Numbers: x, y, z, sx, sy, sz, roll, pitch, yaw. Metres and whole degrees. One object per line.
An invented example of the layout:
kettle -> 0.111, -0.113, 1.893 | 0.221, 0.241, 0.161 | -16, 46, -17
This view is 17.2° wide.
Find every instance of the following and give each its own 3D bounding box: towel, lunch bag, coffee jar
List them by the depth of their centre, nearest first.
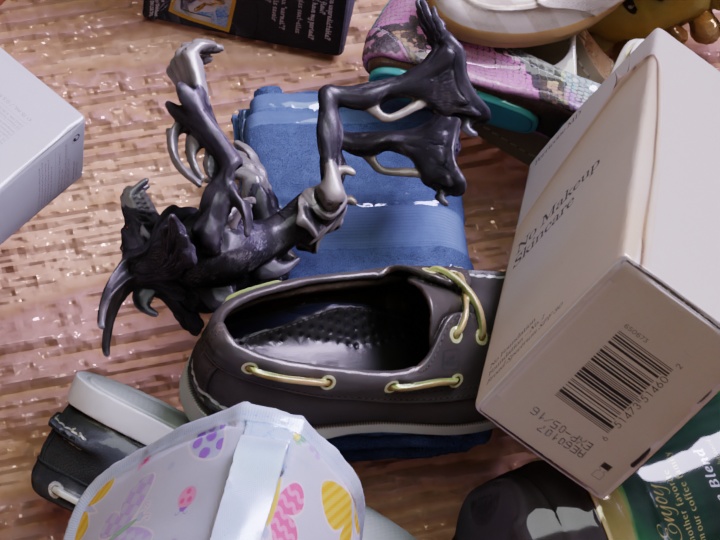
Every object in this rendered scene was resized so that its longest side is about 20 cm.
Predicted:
lunch bag -> -0.067, 0.166, 0.925 | 0.126, 0.201, 0.171 | 13, 55, 0
coffee jar -> 0.143, 0.105, 1.057 | 0.199, 0.104, 0.086 | -19, 84, -21
towel -> 0.000, 0.000, 1.143 | 0.111, 0.049, 0.201 | -1, 55, -10

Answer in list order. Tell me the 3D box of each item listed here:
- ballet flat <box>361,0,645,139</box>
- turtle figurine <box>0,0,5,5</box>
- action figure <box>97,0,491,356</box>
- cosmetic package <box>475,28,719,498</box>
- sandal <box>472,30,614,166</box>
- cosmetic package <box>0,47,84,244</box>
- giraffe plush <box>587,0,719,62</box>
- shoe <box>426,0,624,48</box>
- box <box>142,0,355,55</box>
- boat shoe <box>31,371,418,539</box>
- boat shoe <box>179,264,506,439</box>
ballet flat -> 0.100, -0.089, 1.154 | 0.199, 0.069, 0.072 | 23, 78, 3
turtle figurine -> -0.182, -0.242, 1.258 | 0.161, 0.064, 0.201 | 34, 92, 22
action figure -> -0.045, -0.042, 1.070 | 0.199, 0.119, 0.102 | -28, 64, -13
cosmetic package -> 0.117, -0.008, 1.029 | 0.073, 0.104, 0.201 | 35, 31, -12
sandal -> 0.103, -0.085, 1.217 | 0.211, 0.070, 0.078 | 41, 97, 0
cosmetic package -> -0.245, -0.070, 1.063 | 0.200, 0.052, 0.151 | 39, 59, 16
giraffe plush -> 0.131, -0.194, 1.255 | 0.199, 0.172, 0.164 | 15, 58, -43
shoe -> 0.122, -0.163, 1.143 | 0.199, 0.054, 0.070 | -19, 56, -17
box -> -0.038, -0.237, 1.247 | 0.114, 0.133, 0.201 | 10, 55, 0
boat shoe -> -0.050, 0.115, 1.050 | 0.199, 0.076, 0.061 | 28, 96, 7
boat shoe -> 0.021, 0.032, 1.053 | 0.200, 0.061, 0.072 | -9, 58, -22
